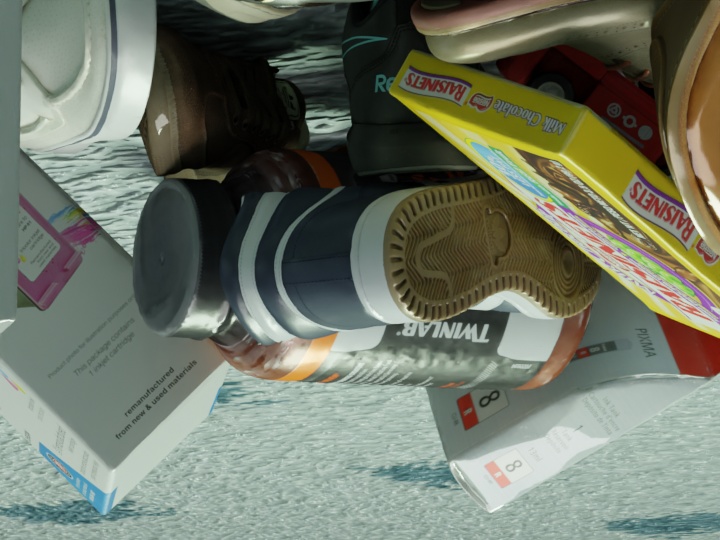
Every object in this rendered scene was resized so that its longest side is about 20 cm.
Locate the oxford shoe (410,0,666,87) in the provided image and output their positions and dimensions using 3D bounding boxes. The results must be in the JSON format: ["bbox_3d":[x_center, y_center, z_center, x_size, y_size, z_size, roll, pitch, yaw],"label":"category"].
[{"bbox_3d":[0.119,-0.092,1.107,0.200,0.074,0.071,-8,-161,-9],"label":"oxford shoe"}]

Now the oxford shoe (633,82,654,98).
[{"bbox_3d":[0.150,-0.077,1.348,0.073,0.071,0.200,33,159,-16],"label":"oxford shoe"}]

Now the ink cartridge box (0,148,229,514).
[{"bbox_3d":[-0.165,0.013,1.397,0.085,0.200,0.145,-44,175,-14],"label":"ink cartridge box"}]

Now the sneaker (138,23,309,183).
[{"bbox_3d":[-0.065,-0.080,1.322,0.075,0.071,0.200,-17,173,-1],"label":"sneaker"}]

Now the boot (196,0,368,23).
[{"bbox_3d":[-0.010,-0.132,1.016,0.150,0.073,0.200,-4,171,22],"label":"boot"}]

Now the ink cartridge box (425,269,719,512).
[{"bbox_3d":[0.122,0.014,1.447,0.200,0.162,0.050,-35,121,13],"label":"ink cartridge box"}]

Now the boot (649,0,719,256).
[{"bbox_3d":[0.178,-0.098,1.028,0.155,0.200,0.077,-9,-149,7],"label":"boot"}]

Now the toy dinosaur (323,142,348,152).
[{"bbox_3d":[0.002,-0.015,1.413,0.200,0.102,0.136,-24,142,32],"label":"toy dinosaur"}]

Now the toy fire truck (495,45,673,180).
[{"bbox_3d":[0.173,-0.078,1.207,0.200,0.141,0.049,38,-172,2],"label":"toy fire truck"}]

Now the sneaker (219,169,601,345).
[{"bbox_3d":[0.020,-0.008,1.231,0.108,0.070,0.200,-6,180,31],"label":"sneaker"}]

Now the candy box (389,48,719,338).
[{"bbox_3d":[0.105,-0.022,1.157,0.102,0.026,0.200,26,172,47],"label":"candy box"}]

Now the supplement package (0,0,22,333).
[{"bbox_3d":[-0.204,-0.070,0.993,0.151,0.200,0.151,4,168,-18],"label":"supplement package"}]

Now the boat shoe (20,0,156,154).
[{"bbox_3d":[-0.139,-0.089,1.236,0.070,0.071,0.200,1,175,-19],"label":"boat shoe"}]

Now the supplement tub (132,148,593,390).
[{"bbox_3d":[0.000,0.000,1.311,0.200,0.107,0.107,3,168,-29],"label":"supplement tub"}]

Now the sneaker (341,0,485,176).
[{"bbox_3d":[0.029,-0.087,1.250,0.075,0.079,0.200,-5,-173,0],"label":"sneaker"}]
